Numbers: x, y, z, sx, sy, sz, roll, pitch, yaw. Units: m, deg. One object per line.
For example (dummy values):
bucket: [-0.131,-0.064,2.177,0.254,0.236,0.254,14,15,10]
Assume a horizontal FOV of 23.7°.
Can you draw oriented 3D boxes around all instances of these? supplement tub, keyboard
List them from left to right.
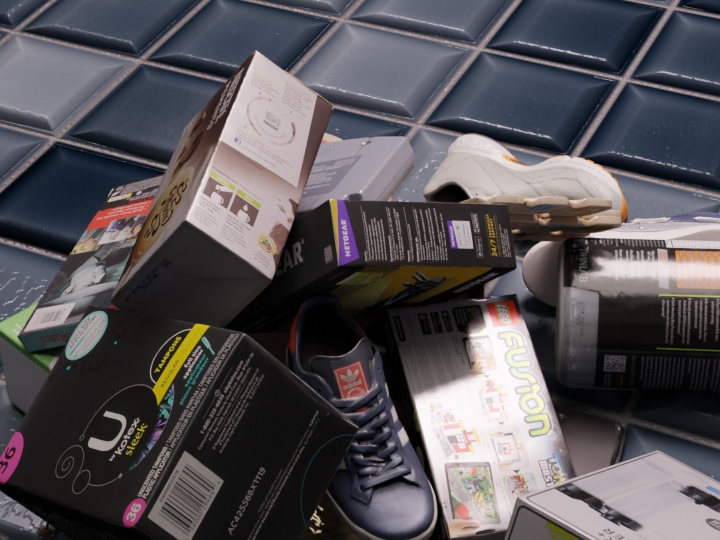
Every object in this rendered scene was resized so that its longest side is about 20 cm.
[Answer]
keyboard: [0.124,0.169,1.303,0.126,0.021,0.201,15,39,12]
supplement tub: [0.257,0.037,1.384,0.197,0.124,0.123,2,37,6]

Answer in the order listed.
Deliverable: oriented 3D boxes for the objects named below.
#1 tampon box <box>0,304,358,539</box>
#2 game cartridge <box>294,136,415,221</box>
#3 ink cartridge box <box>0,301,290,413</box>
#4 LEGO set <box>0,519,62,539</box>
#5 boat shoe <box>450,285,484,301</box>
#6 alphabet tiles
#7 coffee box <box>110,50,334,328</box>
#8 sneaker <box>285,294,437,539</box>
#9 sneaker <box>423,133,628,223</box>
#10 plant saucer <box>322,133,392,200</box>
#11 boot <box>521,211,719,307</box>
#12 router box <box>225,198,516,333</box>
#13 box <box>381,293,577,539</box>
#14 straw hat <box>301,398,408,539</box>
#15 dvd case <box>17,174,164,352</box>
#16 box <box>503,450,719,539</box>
tampon box: [-0.133,0.126,1.190,0.199,0.126,0.151,6,60,49]
game cartridge: [-0.057,-0.060,1.412,0.198,0.041,0.134,-8,31,32]
ink cartridge box: [-0.173,0.061,1.404,0.145,0.085,0.199,30,47,35]
LEGO set: [-0.193,0.253,1.125,0.198,0.117,0.154,20,42,27]
boat shoe: [0.070,0.051,1.419,0.073,0.067,0.201,2,39,-12]
alphabet tiles: [0.106,-0.037,1.385,0.198,0.015,0.195,1,-8,-25]
coffee box: [-0.100,-0.053,1.276,0.079,0.113,0.201,34,43,-16]
sneaker: [-0.004,0.103,1.221,0.074,0.085,0.201,-18,55,-18]
sneaker: [0.147,-0.058,1.567,0.198,0.076,0.092,15,48,35]
plant saucer: [-0.069,-0.072,1.604,0.198,0.051,0.202,-1,38,1]
boot: [0.242,-0.010,1.507,0.197,0.074,0.090,-3,12,8]
router box: [0.000,0.000,1.311,0.156,0.200,0.053,0,75,-30]
box: [0.091,0.113,1.286,0.109,0.035,0.202,-6,55,-13]
straw hat: [-0.035,0.120,1.319,0.198,0.086,0.202,-1,37,1]
dvd case: [-0.175,-0.017,1.372,0.145,0.022,0.201,-12,32,28]
box: [0.195,0.189,1.173,0.116,0.061,0.199,27,20,34]
